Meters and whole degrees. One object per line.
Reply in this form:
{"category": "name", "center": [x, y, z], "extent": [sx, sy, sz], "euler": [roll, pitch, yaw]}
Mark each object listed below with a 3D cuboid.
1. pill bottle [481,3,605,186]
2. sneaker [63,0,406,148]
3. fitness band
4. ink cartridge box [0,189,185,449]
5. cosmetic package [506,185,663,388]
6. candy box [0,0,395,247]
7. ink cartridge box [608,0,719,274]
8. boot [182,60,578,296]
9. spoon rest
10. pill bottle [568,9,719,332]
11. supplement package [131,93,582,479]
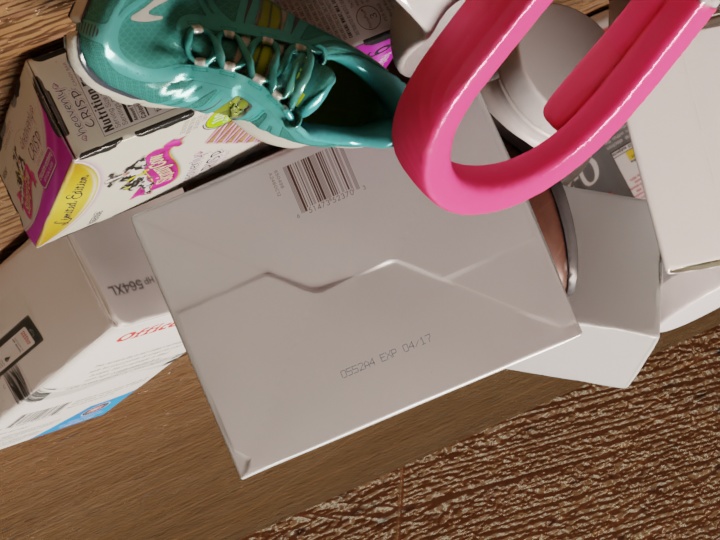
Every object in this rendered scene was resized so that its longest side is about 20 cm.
{"category": "pill bottle", "center": [0.077, -0.083, 1.706], "extent": [0.112, 0.113, 0.200], "euler": [-18, 166, -40]}
{"category": "sneaker", "center": [-0.051, -0.100, 1.268], "extent": [0.199, 0.078, 0.079], "euler": [13, -175, -44]}
{"category": "fitness band", "center": [0.098, -0.109, 1.294], "extent": [0.143, 0.037, 0.200], "euler": [5, 128, -54]}
{"category": "ink cartridge box", "center": [-0.174, 0.031, 1.696], "extent": [0.146, 0.085, 0.200], "euler": [-16, 164, -49]}
{"category": "cosmetic package", "center": [0.079, 0.000, 1.639], "extent": [0.199, 0.102, 0.074], "euler": [11, 148, -7]}
{"category": "candy box", "center": [-0.083, -0.093, 1.400], "extent": [0.199, 0.061, 0.136], "euler": [-23, 169, -20]}
{"category": "ink cartridge box", "center": [0.195, -0.108, 1.548], "extent": [0.082, 0.147, 0.200], "euler": [-12, -158, 11]}
{"category": "boot", "center": [0.010, -0.035, 1.562], "extent": [0.199, 0.189, 0.068], "euler": [-26, -179, -15]}
{"category": "spoon rest", "center": [0.039, -0.136, 1.295], "extent": [0.099, 0.061, 0.200], "euler": [-40, 160, 12]}
{"category": "pill bottle", "center": [0.193, -0.069, 1.816], "extent": [0.115, 0.201, 0.116], "euler": [-26, 169, -6]}
{"category": "supplement package", "center": [0.000, 0.000, 1.481], "extent": [0.199, 0.156, 0.111], "euler": [-23, -179, 4]}
